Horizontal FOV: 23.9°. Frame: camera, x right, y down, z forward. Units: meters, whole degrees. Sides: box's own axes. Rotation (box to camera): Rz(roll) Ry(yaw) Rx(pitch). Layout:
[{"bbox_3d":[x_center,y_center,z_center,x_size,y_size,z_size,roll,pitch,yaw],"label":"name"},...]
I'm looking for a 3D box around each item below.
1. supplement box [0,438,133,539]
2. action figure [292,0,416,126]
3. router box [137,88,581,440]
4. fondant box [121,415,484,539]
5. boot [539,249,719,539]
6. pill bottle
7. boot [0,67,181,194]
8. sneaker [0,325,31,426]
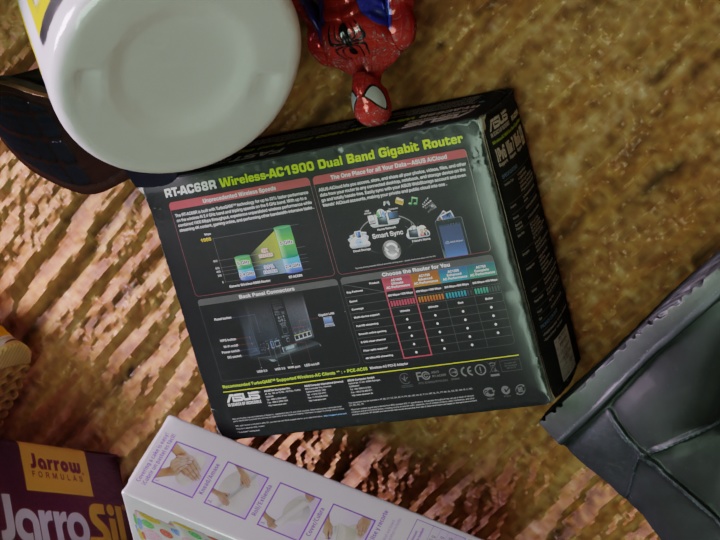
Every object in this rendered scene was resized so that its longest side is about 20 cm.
[{"bbox_3d":[-0.193,0.207,0.957,0.103,0.131,0.201,-25,68,26],"label":"supplement box"},{"bbox_3d":[-0.017,-0.168,0.822,0.065,0.052,0.201,-13,98,21],"label":"action figure"},{"bbox_3d":[0.000,0.000,0.882,0.199,0.062,0.151,-8,106,25],"label":"router box"},{"bbox_3d":[-0.023,0.170,0.924,0.199,0.058,0.145,19,146,15],"label":"fondant box"},{"bbox_3d":[0.209,0.096,0.826,0.200,0.066,0.165,46,128,5],"label":"boot"},{"bbox_3d":[-0.108,-0.146,0.790,0.114,0.200,0.115,-13,133,-14],"label":"pill bottle"},{"bbox_3d":[-0.123,-0.096,0.904,0.200,0.097,0.075,11,137,49],"label":"boot"},{"bbox_3d":[-0.276,0.092,1.035,0.090,0.075,0.200,41,114,14],"label":"sneaker"}]
